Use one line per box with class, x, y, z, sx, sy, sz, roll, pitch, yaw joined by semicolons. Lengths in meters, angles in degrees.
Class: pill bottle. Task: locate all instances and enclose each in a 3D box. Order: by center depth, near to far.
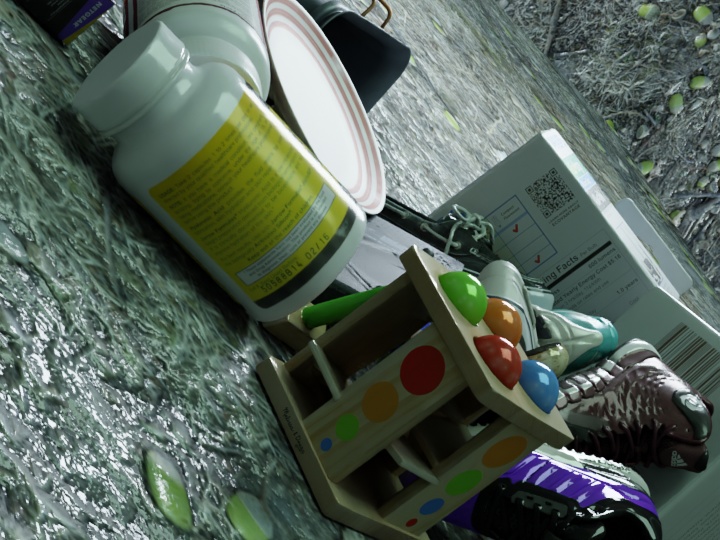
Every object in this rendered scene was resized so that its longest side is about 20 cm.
pill bottle;-0.097;-0.069;1.253;0.200;0.111;0.111;46;15;-22
pill bottle;-0.124;-0.161;1.393;0.110;0.109;0.200;45;16;-27

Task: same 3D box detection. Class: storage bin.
storage bin;-0.056;-0.229;1.748;0.134;0.146;0.200;46;11;20

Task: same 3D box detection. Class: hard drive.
hard drive;0.000;0.000;1.432;0.134;0.042;0.200;29;18;8

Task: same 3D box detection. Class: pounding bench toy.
pounding bench toy;0.028;0.056;1.253;0.124;0.156;0.200;33;23;-52

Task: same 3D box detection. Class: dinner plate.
dinner plate;-0.035;-0.134;1.514;0.201;0.024;0.201;57;18;-29

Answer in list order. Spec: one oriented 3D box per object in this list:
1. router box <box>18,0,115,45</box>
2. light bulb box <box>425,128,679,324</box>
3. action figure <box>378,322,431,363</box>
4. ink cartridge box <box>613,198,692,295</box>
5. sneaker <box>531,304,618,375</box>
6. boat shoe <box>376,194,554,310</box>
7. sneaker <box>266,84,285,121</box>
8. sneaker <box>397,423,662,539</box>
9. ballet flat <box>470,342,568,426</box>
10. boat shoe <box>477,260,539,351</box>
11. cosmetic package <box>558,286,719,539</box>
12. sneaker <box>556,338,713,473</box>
router box;-0.258;-0.277;1.365;0.157;0.052;0.200;43;17;-34
light bulb box;0.152;0.008;1.679;0.200;0.198;0.125;54;12;2
action figure;0.059;0.069;1.512;0.099;0.065;0.200;41;18;-17
ink cartridge box;0.211;0.033;1.800;0.116;0.200;0.067;52;14;3
sneaker;0.142;0.067;1.534;0.200;0.079;0.078;172;-86;-67
boat shoe;0.080;-0.021;1.591;0.199;0.068;0.074;22;2;25
sneaker;-0.071;-0.121;1.571;0.200;0.070;0.094;44;24;-25
sneaker;0.127;0.170;1.305;0.199;0.070;0.100;11;26;-15
ballet flat;0.104;0.104;1.356;0.066;0.200;0.057;-12;69;-26
boat shoe;0.106;0.071;1.428;0.200;0.072;0.066;76;23;-50
cosmetic package;0.267;0.160;1.570;0.167;0.166;0.200;42;-12;40
sneaker;0.203;0.129;1.410;0.115;0.076;0.200;33;45;27
